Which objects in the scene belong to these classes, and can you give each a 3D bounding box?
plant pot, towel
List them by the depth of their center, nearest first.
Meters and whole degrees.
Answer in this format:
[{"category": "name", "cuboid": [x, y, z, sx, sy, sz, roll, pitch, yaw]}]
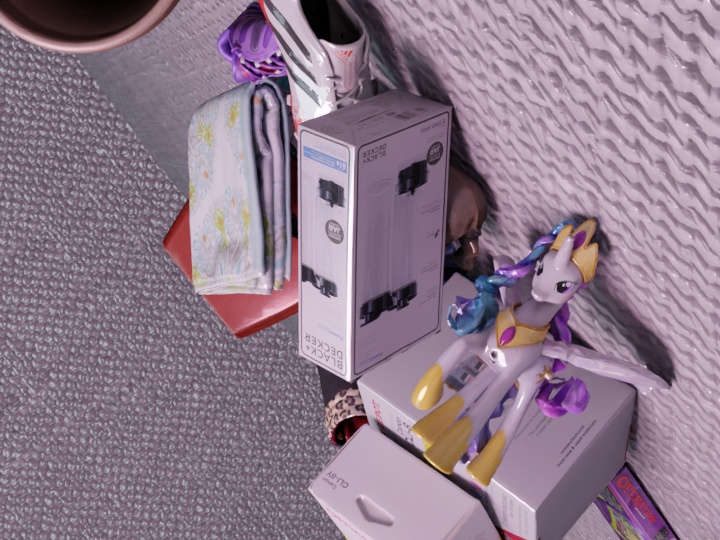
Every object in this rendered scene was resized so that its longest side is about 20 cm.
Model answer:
[{"category": "plant pot", "cuboid": [-0.226, -0.291, 1.105, 0.200, 0.200, 0.175, 52, -171, -9]}, {"category": "towel", "cuboid": [-0.122, -0.075, 1.253, 0.171, 0.048, 0.201, -5, 86, 60]}, {"category": "plant pot", "cuboid": [-0.098, -0.036, 1.428, 0.200, 0.176, 0.200, 51, -171, 2]}]

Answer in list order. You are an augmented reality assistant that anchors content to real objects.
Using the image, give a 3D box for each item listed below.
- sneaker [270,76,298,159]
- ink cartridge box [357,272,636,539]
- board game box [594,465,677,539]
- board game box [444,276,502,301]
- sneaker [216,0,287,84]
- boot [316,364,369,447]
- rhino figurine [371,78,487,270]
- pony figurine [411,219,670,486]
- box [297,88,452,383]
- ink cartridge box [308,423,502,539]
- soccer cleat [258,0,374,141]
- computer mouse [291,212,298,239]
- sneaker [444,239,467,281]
[{"category": "sneaker", "cuboid": [-0.034, -0.126, 1.311, 0.200, 0.077, 0.091, 57, -176, -6]}, {"category": "ink cartridge box", "cuboid": [0.120, 0.133, 1.158, 0.200, 0.145, 0.146, 35, 159, 26]}, {"category": "board game box", "cuboid": [0.288, 0.264, 1.359, 0.200, 0.032, 0.120, 54, 175, -22]}, {"category": "board game box", "cuboid": [0.133, 0.073, 1.331, 0.151, 0.037, 0.200, 53, 171, -11]}, {"category": "sneaker", "cuboid": [-0.071, -0.190, 1.144, 0.081, 0.083, 0.200, 55, 169, -26]}, {"category": "boot", "cuboid": [-0.011, 0.113, 1.344, 0.200, 0.073, 0.151, 92, 169, -63]}, {"category": "rhino figurine", "cuboid": [0.033, -0.090, 1.090, 0.200, 0.060, 0.088, 48, 147, 20]}, {"category": "pony figurine", "cuboid": [0.127, 0.063, 0.962, 0.166, 0.200, 0.193, 39, -178, 26]}, {"category": "box", "cuboid": [0.010, -0.028, 1.008, 0.060, 0.116, 0.201, 23, 126, 37]}, {"category": "ink cartridge box", "cuboid": [0.058, 0.246, 1.175, 0.145, 0.083, 0.200, 30, 161, 37]}, {"category": "soccer cleat", "cuboid": [-0.021, -0.153, 1.003, 0.085, 0.069, 0.201, 11, 126, 54]}, {"category": "computer mouse", "cuboid": [0.000, 0.000, 1.192, 0.140, 0.046, 0.200, 36, 170, -26]}, {"category": "sneaker", "cuboid": [0.044, -0.055, 1.210, 0.075, 0.077, 0.200, -13, 143, 30]}]
